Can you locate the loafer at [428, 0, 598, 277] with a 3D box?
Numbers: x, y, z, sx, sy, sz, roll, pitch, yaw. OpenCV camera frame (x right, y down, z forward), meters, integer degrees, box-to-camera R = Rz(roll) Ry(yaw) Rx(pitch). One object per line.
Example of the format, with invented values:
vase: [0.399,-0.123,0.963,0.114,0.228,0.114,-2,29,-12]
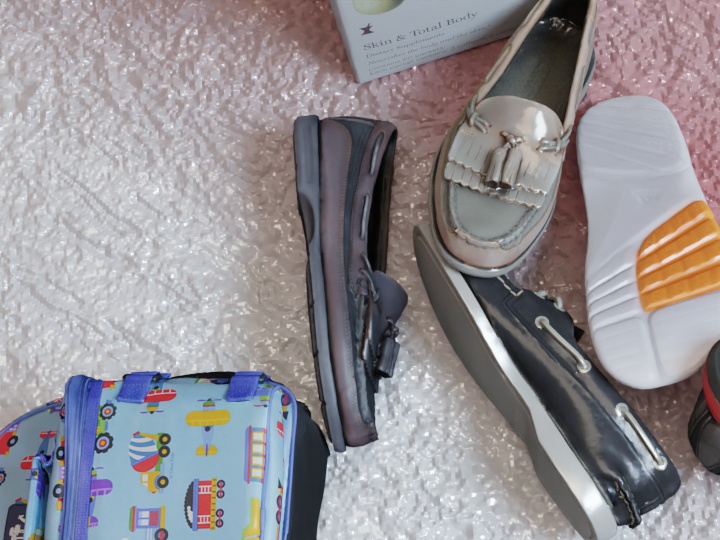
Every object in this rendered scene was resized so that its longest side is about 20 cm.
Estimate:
loafer: [0.087,-0.087,0.873,0.071,0.063,0.201,20,51,6]

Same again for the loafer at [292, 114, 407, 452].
loafer: [0.000,0.000,0.884,0.062,0.072,0.202,-7,66,0]

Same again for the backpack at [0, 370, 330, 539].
backpack: [-0.126,0.140,0.813,0.198,0.135,0.184,2,69,11]

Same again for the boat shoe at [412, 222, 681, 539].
boat shoe: [0.096,0.049,0.849,0.060,0.074,0.201,-28,65,-10]

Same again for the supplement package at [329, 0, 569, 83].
supplement package: [0.035,-0.234,0.896,0.151,0.200,0.152,-18,68,1]

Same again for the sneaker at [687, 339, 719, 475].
sneaker: [0.255,0.067,0.824,0.199,0.098,0.071,-6,56,-20]

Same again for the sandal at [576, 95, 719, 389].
sandal: [0.162,-0.011,0.875,0.078,0.059,0.208,-9,47,11]
